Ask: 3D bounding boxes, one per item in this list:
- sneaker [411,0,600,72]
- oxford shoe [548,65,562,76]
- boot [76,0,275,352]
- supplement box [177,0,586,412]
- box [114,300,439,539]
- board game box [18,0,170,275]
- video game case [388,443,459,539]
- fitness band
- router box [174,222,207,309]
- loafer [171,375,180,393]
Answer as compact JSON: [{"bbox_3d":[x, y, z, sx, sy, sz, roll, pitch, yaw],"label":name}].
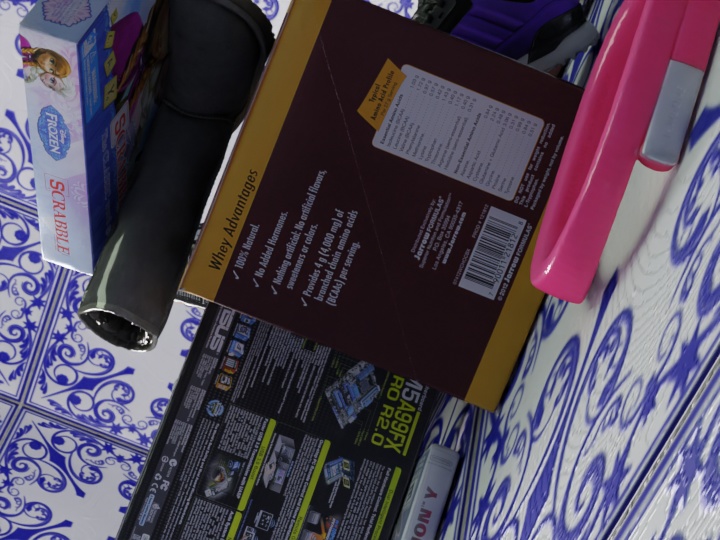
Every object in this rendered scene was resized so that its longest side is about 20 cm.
[{"bbox_3d":[0.055,-0.153,1.181,0.200,0.100,0.070,-30,16,-14],"label":"sneaker"},{"bbox_3d":[0.143,-0.235,1.315,0.070,0.075,0.200,-133,65,-86],"label":"oxford shoe"},{"bbox_3d":[-0.121,-0.063,1.099,0.200,0.072,0.182,-62,-14,-19],"label":"boot"},{"bbox_3d":[0.021,-0.050,1.079,0.133,0.200,0.198,-93,25,-81],"label":"supplement box"},{"bbox_3d":[-0.054,0.130,1.111,0.044,0.160,0.200,127,164,-72],"label":"box"},{"bbox_3d":[-0.146,-0.134,1.122,0.200,0.041,0.200,96,-164,-49],"label":"board game box"},{"bbox_3d":[0.005,0.221,1.144,0.200,0.023,0.183,121,170,-66],"label":"video game case"},{"bbox_3d":[0.133,-0.078,0.901,0.144,0.037,0.200,121,171,-68],"label":"fitness band"},{"bbox_3d":[-0.036,-0.007,1.318,0.200,0.149,0.051,-11,-71,-45],"label":"router box"},{"bbox_3d":[-0.036,0.086,1.270,0.070,0.200,0.070,162,94,-70],"label":"loafer"}]
